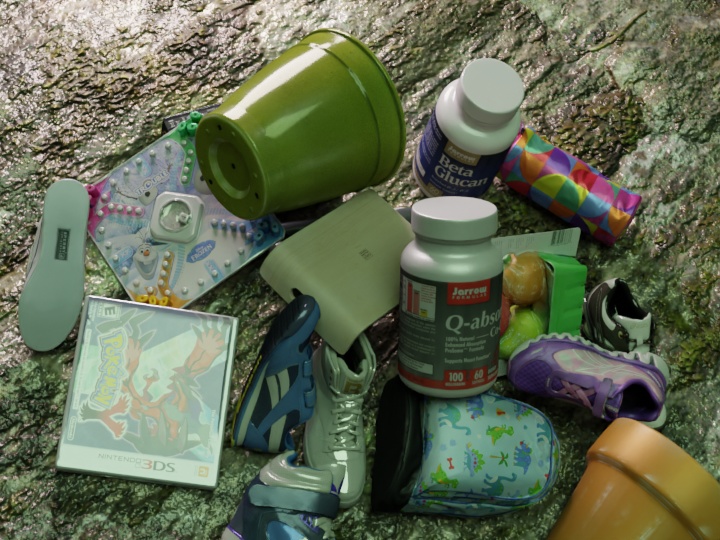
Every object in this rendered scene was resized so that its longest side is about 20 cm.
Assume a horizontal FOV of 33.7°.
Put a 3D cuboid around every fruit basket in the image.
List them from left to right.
[{"bbox_3d":[0.171,0.043,1.433,0.198,0.187,0.094,-6,23,-18],"label":"fruit basket"}]

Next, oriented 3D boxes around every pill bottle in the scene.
[{"bbox_3d":[0.099,0.028,1.310,0.114,0.202,0.116,0,19,0],"label":"pill bottle"},{"bbox_3d":[0.141,-0.177,1.517,0.110,0.201,0.112,5,61,-10],"label":"pill bottle"}]

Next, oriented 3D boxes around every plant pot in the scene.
[{"bbox_3d":[-0.083,-0.154,1.385,0.192,0.201,0.201,-32,73,-34],"label":"plant pot"},{"bbox_3d":[0.298,0.300,1.319,0.183,0.200,0.200,-44,78,-12],"label":"plant pot"}]

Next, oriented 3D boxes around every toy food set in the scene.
[{"bbox_3d":[0.000,0.000,1.394,0.143,0.061,0.199,44,54,17],"label":"toy food set"}]

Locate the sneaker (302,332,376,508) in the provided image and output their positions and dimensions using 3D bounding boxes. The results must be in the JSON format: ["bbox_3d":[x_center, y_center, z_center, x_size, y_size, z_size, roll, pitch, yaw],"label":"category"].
[{"bbox_3d":[-0.023,0.158,1.349,0.073,0.116,0.202,0,63,-15],"label":"sneaker"}]

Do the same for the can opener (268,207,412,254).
[{"bbox_3d":[-0.019,-0.054,1.491,0.198,0.067,0.054,-8,63,-17],"label":"can opener"}]

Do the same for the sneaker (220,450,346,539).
[{"bbox_3d":[-0.038,0.285,1.279,0.199,0.081,0.147,33,81,12],"label":"sneaker"}]

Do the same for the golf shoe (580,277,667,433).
[{"bbox_3d":[0.333,0.104,1.475,0.077,0.095,0.202,-13,67,-20],"label":"golf shoe"}]

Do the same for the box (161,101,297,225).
[{"bbox_3d":[-0.136,-0.146,1.524,0.198,0.049,0.162,-19,67,-21],"label":"box"}]

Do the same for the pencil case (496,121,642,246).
[{"bbox_3d":[0.277,-0.117,1.587,0.199,0.089,0.089,35,60,5],"label":"pencil case"}]

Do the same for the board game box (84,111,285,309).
[{"bbox_3d":[-0.224,-0.067,1.437,0.199,0.026,0.201,-35,74,-6],"label":"board game box"}]

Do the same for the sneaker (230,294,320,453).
[{"bbox_3d":[-0.080,0.119,1.334,0.081,0.202,0.074,21,22,-8],"label":"sneaker"}]

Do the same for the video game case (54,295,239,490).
[{"bbox_3d":[-0.239,0.137,1.347,0.180,0.023,0.202,9,69,-9],"label":"video game case"}]

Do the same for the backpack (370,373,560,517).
[{"bbox_3d":[0.128,0.208,1.354,0.198,0.154,0.165,20,61,-21],"label":"backpack"}]

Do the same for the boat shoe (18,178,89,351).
[{"bbox_3d":[-0.353,-0.004,1.388,0.073,0.065,0.202,15,80,-13],"label":"boat shoe"}]

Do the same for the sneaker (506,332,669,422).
[{"bbox_3d":[0.271,0.134,1.390,0.198,0.081,0.089,9,32,-3],"label":"sneaker"}]

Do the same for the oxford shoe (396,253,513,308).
[{"bbox_3d":[0.126,0.023,1.487,0.198,0.075,0.058,-15,92,-19],"label":"oxford shoe"}]
